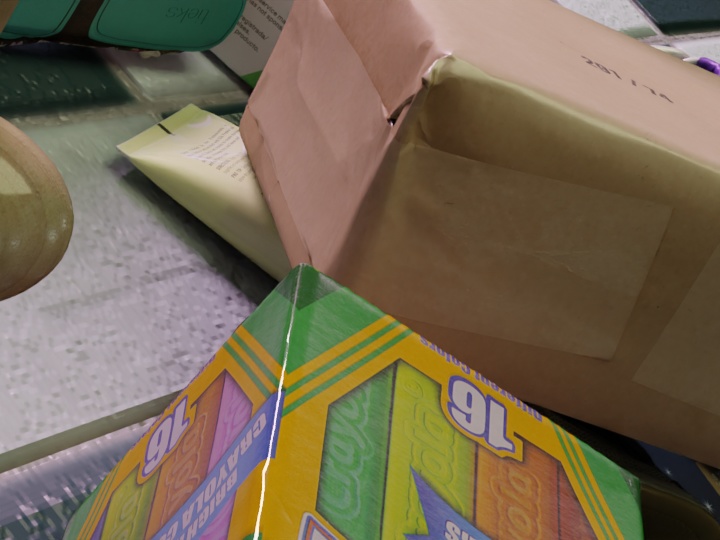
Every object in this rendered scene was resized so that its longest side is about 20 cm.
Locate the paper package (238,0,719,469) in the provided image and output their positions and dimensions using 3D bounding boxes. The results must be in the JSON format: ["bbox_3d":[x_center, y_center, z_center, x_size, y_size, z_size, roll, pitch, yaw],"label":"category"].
[{"bbox_3d":[0.071,-0.031,0.707,0.200,0.103,0.191,20,19,-21],"label":"paper package"}]

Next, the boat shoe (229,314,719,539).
[{"bbox_3d":[0.035,0.065,0.689,0.201,0.072,0.066,25,13,-18],"label":"boat shoe"}]

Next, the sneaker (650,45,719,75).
[{"bbox_3d":[0.163,-0.044,0.971,0.200,0.114,0.073,23,31,-37],"label":"sneaker"}]

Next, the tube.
[{"bbox_3d":[0.000,0.000,0.760,0.200,0.052,0.058,35,-17,3],"label":"tube"}]

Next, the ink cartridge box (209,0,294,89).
[{"bbox_3d":[0.020,-0.161,0.847,0.146,0.200,0.084,43,25,-1],"label":"ink cartridge box"}]

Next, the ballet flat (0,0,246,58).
[{"bbox_3d":[-0.119,-0.124,0.756,0.064,0.076,0.200,46,16,23],"label":"ballet flat"}]

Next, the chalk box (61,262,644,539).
[{"bbox_3d":[-0.009,0.118,0.478,0.124,0.124,0.200,34,27,-17],"label":"chalk box"}]

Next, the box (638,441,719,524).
[{"bbox_3d":[0.108,0.060,0.833,0.200,0.032,0.121,53,27,17],"label":"box"}]

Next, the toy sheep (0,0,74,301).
[{"bbox_3d":[-0.167,-0.050,0.505,0.200,0.138,0.138,30,28,-9],"label":"toy sheep"}]
